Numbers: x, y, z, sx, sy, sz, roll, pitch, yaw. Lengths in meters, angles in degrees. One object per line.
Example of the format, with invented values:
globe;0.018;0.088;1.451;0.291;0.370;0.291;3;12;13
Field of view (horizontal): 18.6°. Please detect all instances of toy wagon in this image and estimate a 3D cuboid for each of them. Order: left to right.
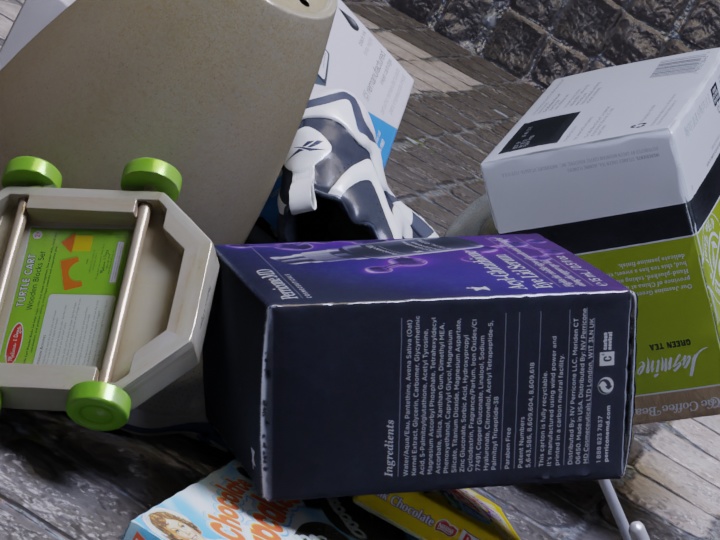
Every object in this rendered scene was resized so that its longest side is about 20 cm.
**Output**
toy wagon;-0.177;0.011;1.162;0.199;0.156;0.040;2;-35;12

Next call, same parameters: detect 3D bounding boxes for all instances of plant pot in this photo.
plant pot;-0.106;-0.107;1.278;0.187;0.200;0.188;29;32;-20

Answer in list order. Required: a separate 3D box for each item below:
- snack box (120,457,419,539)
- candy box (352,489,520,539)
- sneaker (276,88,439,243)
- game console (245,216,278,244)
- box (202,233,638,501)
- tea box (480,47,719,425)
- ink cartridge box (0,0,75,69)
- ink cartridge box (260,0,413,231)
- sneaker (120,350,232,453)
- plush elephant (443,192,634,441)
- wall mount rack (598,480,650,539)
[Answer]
snack box;-0.040;0.148;1.111;0.116;0.037;0.200;30;13;10
candy box;0.041;0.134;1.256;0.102;0.026;0.200;31;1;-2
sneaker;0.000;0.000;1.355;0.079;0.199;0.130;-9;37;15
game console;-0.018;0.040;1.433;0.200;0.031;0.177;8;44;-51
box;0.027;0.047;1.171;0.199;0.105;0.148;-2;13;-17
tea box;0.188;-0.022;1.481;0.133;0.197;0.200;-9;18;23
ink cartridge box;-0.151;-0.095;1.556;0.147;0.145;0.200;38;17;32
ink cartridge box;-0.069;-0.140;1.445;0.200;0.086;0.147;47;31;-20
sneaker;-0.077;0.042;1.264;0.199;0.115;0.081;21;14;-26
plush elephant;0.125;0.021;1.644;0.200;0.155;0.165;22;15;-23
wall mount rack;0.210;0.190;1.361;0.173;0.075;0.200;24;13;-16
